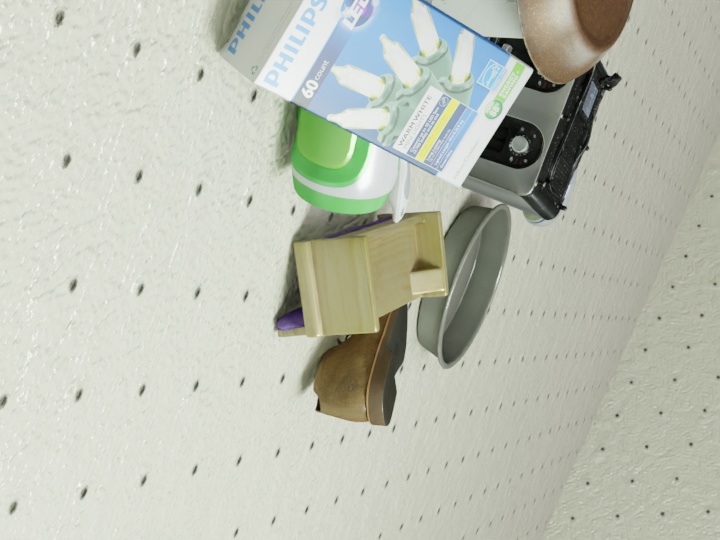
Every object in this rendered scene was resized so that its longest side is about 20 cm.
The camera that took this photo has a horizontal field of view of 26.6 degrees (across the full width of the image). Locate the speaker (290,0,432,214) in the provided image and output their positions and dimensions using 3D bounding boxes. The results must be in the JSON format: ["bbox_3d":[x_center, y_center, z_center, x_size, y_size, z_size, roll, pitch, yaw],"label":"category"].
[{"bbox_3d":[0.000,-0.147,1.130,0.088,0.088,0.201,-41,146,-56],"label":"speaker"}]

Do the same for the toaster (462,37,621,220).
[{"bbox_3d":[0.179,-0.160,1.598,0.181,0.118,0.200,-69,162,0],"label":"toaster"}]

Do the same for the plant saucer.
[{"bbox_3d":[0.184,-0.251,1.231,0.200,0.037,0.201,-21,114,-55],"label":"plant saucer"}]

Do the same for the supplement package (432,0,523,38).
[{"bbox_3d":[0.136,-0.303,1.279,0.200,0.109,0.114,-61,144,-31],"label":"supplement package"}]

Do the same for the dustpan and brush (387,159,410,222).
[{"bbox_3d":[0.029,-0.138,1.275,0.140,0.057,0.201,-40,146,-57],"label":"dustpan and brush"}]

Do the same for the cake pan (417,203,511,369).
[{"bbox_3d":[0.118,0.014,1.741,0.200,0.037,0.201,-56,157,-37],"label":"cake pan"}]

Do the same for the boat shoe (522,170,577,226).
[{"bbox_3d":[0.231,-0.153,1.871,0.062,0.072,0.201,4,103,-46],"label":"boat shoe"}]

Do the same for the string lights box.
[{"bbox_3d":[0.013,-0.143,1.043,0.200,0.059,0.103,22,104,-40],"label":"string lights box"}]

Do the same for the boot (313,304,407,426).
[{"bbox_3d":[0.005,0.069,1.443,0.200,0.075,0.074,-69,156,-55],"label":"boot"}]

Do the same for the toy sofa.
[{"bbox_3d":[0.000,0.000,1.338,0.200,0.097,0.083,-22,107,-66],"label":"toy sofa"}]
